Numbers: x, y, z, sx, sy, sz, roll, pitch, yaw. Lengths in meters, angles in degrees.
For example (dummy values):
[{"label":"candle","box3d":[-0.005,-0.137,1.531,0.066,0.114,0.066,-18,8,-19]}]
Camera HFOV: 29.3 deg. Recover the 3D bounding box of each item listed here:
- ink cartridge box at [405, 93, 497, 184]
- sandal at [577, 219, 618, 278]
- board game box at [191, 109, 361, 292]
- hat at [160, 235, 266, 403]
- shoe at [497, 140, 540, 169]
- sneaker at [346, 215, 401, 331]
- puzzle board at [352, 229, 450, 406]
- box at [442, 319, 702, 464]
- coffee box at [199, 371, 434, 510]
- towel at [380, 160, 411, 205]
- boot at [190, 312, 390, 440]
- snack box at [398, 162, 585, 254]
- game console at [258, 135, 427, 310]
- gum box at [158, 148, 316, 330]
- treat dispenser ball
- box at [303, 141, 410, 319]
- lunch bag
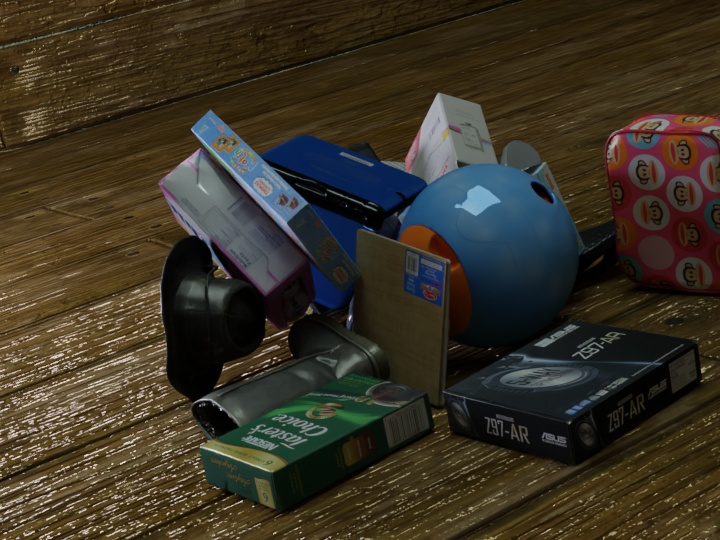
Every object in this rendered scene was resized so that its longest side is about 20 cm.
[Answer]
[{"label":"ink cartridge box","box3d":[0.119,-0.122,1.772,0.067,0.117,0.200,15,37,-18]},{"label":"sandal","box3d":[0.298,-0.026,1.686,0.200,0.048,0.075,-22,16,-6]},{"label":"board game box","box3d":[-0.093,-0.077,1.529,0.037,0.151,0.200,-43,52,-5]},{"label":"hat","box3d":[-0.149,0.053,1.494,0.080,0.202,0.201,-3,18,13]},{"label":"shoe","box3d":[0.184,-0.077,1.801,0.071,0.091,0.201,25,44,-8]},{"label":"sneaker","box3d":[0.000,0.000,1.672,0.087,0.075,0.200,21,44,5]},{"label":"puzzle board","box3d":[0.043,0.046,1.466,0.017,0.152,0.200,-2,11,-27]},{"label":"box","box3d":[0.205,0.111,1.326,0.200,0.044,0.160,-24,22,-36]},{"label":"coffee box","box3d":[-0.040,0.160,1.325,0.199,0.044,0.123,-23,21,-35]},{"label":"towel","box3d":[0.097,-0.096,1.958,0.165,0.086,0.200,3,15,-25]},{"label":"boot","box3d":[-0.091,0.121,1.470,0.200,0.073,0.182,-28,21,-27]},{"label":"snack box","box3d":[0.154,-0.045,1.637,0.199,0.117,0.037,-16,19,35]},{"label":"game console","box3d":[-0.046,-0.063,1.672,0.199,0.119,0.171,24,34,27]},{"label":"gum box","box3d":[-0.134,-0.031,1.565,0.066,0.200,0.114,-40,-19,-11]},{"label":"treat dispenser ball","box3d":[0.139,-0.016,1.509,0.200,0.202,0.201,-10,17,3]},{"label":"box","box3d":[-0.026,-0.048,1.755,0.199,0.199,0.050,-22,-22,-27]},{"label":"lunch bag","box3d":[0.373,-0.075,1.556,0.176,0.201,0.082,7,26,39]}]
